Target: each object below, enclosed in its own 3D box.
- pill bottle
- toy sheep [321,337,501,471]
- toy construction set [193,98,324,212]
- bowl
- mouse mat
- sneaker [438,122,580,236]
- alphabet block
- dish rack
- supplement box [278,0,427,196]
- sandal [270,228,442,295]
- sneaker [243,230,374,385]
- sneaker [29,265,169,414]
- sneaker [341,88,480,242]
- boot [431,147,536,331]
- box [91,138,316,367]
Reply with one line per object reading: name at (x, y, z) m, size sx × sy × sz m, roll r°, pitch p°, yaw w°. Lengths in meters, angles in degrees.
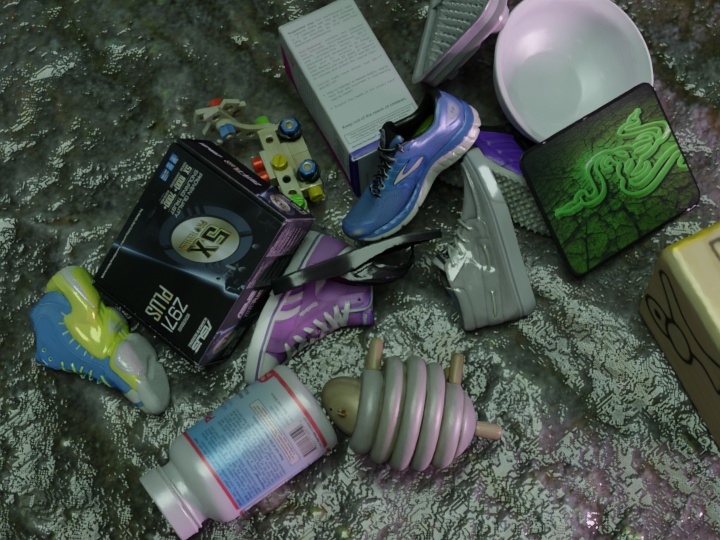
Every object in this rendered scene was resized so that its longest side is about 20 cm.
pill bottle at (-0.133, 0.199, 1.591) m, size 0.200 × 0.109 × 0.109 m, roll -35°, pitch 71°, yaw -11°
toy sheep at (0.056, 0.152, 1.593) m, size 0.200 × 0.138 × 0.138 m, roll 9°, pitch 69°, yaw -1°
toy construction set at (-0.116, -0.114, 1.731) m, size 0.131 × 0.092 × 0.200 m, roll -21°, pitch 80°, yaw -5°
bowl at (0.236, -0.224, 1.736) m, size 0.201 × 0.090 × 0.201 m, roll 2°, pitch 81°, yaw -16°
mouse mat at (0.288, -0.105, 1.691) m, size 0.200 × 0.008 × 0.161 m, roll -31°, pitch 102°, yaw -19°
sneaker at (0.182, -0.123, 1.727) m, size 0.200 × 0.070 × 0.100 m, roll 30°, pitch 56°, yaw 6°
alphabet block at (0.439, 0.053, 1.579) m, size 0.196 × 0.195 × 0.200 m, roll -24°, pitch 70°, yaw -9°
dish rack at (0.133, -0.315, 1.748) m, size 0.044 × 0.172 × 0.200 m, roll 30°, pitch 49°, yaw -17°
supplement box at (-0.009, -0.208, 1.751) m, size 0.103 × 0.101 × 0.200 m, roll -27°, pitch 70°, yaw -8°
sandal at (-0.001, 0.000, 1.638) m, size 0.200 × 0.075 × 0.048 m, roll -19°, pitch 90°, yaw -12°
sneaker at (-0.049, 0.057, 1.665) m, size 0.114 × 0.073 × 0.201 m, roll 25°, pitch 71°, yaw 9°
sneaker at (-0.301, 0.097, 1.672) m, size 0.105 × 0.076 × 0.200 m, roll -39°, pitch 78°, yaw 17°
sneaker at (0.040, -0.122, 1.650) m, size 0.200 × 0.089 × 0.079 m, roll -52°, pitch 36°, yaw 5°
boot at (0.124, -0.031, 1.660) m, size 0.095 × 0.074 × 0.200 m, roll -19°, pitch 96°, yaw -1°
box at (-0.176, -0.021, 1.647) m, size 0.164 × 0.086 × 0.200 m, roll 37°, pitch 105°, yaw 15°
